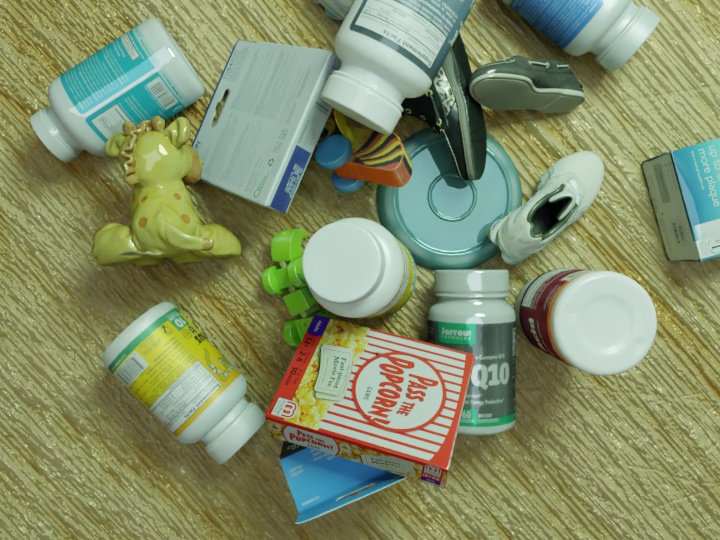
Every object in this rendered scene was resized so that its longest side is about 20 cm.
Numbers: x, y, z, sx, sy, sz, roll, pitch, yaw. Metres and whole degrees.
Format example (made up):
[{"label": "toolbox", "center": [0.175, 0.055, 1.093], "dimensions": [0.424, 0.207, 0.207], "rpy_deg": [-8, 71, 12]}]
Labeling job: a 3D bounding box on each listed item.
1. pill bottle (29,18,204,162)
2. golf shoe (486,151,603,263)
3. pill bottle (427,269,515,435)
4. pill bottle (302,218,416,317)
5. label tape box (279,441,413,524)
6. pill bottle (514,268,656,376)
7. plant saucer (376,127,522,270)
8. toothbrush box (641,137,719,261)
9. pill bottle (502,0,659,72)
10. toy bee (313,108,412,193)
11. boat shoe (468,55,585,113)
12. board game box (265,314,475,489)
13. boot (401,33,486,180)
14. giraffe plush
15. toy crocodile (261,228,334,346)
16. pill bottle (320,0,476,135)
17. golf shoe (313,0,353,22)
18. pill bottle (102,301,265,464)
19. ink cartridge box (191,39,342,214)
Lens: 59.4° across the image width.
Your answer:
[{"label": "pill bottle", "center": [-0.308, -0.219, 0.796], "dimensions": [0.200, 0.111, 0.111], "rpy_deg": [-32, 92, -1]}, {"label": "golf shoe", "center": [0.256, -0.086, 0.798], "dimensions": [0.200, 0.097, 0.078], "rpy_deg": [-44, 94, -17]}, {"label": "pill bottle", "center": [0.142, 0.099, 0.810], "dimensions": [0.113, 0.113, 0.200], "rpy_deg": [-1, 91, -1]}, {"label": "pill bottle", "center": [0.000, 0.000, 0.746], "dimensions": [0.113, 0.200, 0.113], "rpy_deg": [-1, 85, 11]}, {"label": "label tape box", "center": [-0.019, 0.212, 0.765], "dimensions": [0.143, 0.200, 0.066], "rpy_deg": [-24, 93, -1]}, {"label": "pill bottle", "center": [0.259, 0.055, 0.767], "dimensions": [0.114, 0.200, 0.114], "rpy_deg": [0, 91, 0]}, {"label": "plant saucer", "center": [0.122, -0.098, 0.849], "dimensions": [0.200, 0.027, 0.200], "rpy_deg": [0, 92, -1]}, {"label": "toothbrush box", "center": [0.498, -0.107, 0.826], "dimensions": [0.200, 0.085, 0.147], "rpy_deg": [-15, 91, -2]}, {"label": "pill bottle", "center": [0.272, -0.346, 0.803], "dimensions": [0.200, 0.112, 0.112], "rpy_deg": [39, 90, -1]}, {"label": "toy bee", "center": [-0.024, -0.163, 0.806], "dimensions": [0.200, 0.131, 0.109], "rpy_deg": [14, 66, 9]}, {"label": "boat shoe", "center": [0.205, -0.240, 0.798], "dimensions": [0.200, 0.067, 0.057], "rpy_deg": [-2, 71, -36]}, {"label": "board game box", "center": [0.016, 0.140, 0.710], "dimensions": [0.200, 0.046, 0.152], "rpy_deg": [13, 47, 11]}, {"label": "boot", "center": [0.071, -0.203, 0.809], "dimensions": [0.154, 0.073, 0.204], "rpy_deg": [-10, 103, 28]}, {"label": "giraffe plush", "center": [-0.242, -0.093, 0.759], "dimensions": [0.172, 0.200, 0.162], "rpy_deg": [-5, 87, -2]}, {"label": "toy crocodile", "center": [-0.072, 0.042, 0.835], "dimensions": [0.067, 0.062, 0.200], "rpy_deg": [-18, 94, 39]}, {"label": "pill bottle", "center": [0.041, -0.259, 0.693], "dimensions": [0.120, 0.120, 0.200], "rpy_deg": [28, 97, -1]}, {"label": "golf shoe", "center": [0.020, -0.330, 0.807], "dimensions": [0.200, 0.097, 0.078], "rpy_deg": [32, 89, -3]}, {"label": "pill bottle", "center": [-0.218, 0.146, 0.805], "dimensions": [0.113, 0.113, 0.200], "rpy_deg": [-44, 91, 0]}, {"label": "ink cartridge box", "center": [-0.126, -0.188, 0.799], "dimensions": [0.200, 0.041, 0.200], "rpy_deg": [26, 93, 41]}]
